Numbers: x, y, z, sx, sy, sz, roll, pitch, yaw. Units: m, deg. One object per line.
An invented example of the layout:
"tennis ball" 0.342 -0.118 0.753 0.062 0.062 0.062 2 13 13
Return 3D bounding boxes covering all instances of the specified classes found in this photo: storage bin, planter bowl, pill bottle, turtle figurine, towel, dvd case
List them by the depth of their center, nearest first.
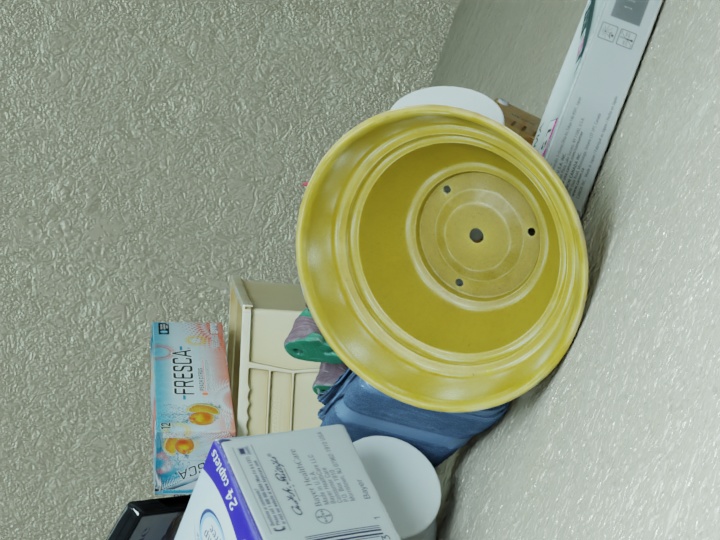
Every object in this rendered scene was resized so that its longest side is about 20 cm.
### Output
"planter bowl" 0.064 -0.015 1.078 0.083 0.200 0.201 -31 -34 -62
"pill bottle" 0.060 -0.029 1.203 0.111 0.111 0.200 -73 -14 -49
"towel" 0.035 0.100 1.218 0.200 0.111 0.049 126 159 -65
"pill bottle" -0.006 0.210 1.268 0.200 0.113 0.113 115 175 -54
"turtle figurine" 0.000 0.000 1.335 0.101 0.150 0.200 -9 50 41
"dvd case" -0.181 0.249 1.354 0.143 0.018 0.200 -59 -16 4
"storage bin" -0.071 0.117 1.466 0.200 0.094 0.199 -140 53 -80

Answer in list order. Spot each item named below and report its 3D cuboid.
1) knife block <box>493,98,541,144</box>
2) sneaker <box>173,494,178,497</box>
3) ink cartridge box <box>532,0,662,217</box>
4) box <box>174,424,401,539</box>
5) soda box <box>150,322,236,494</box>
"knife block" 0.099 -0.048 1.383 0.176 0.064 0.200 -67 -6 21
"sneaker" -0.112 0.245 1.490 0.200 0.081 0.075 30 88 46
"ink cartridge box" 0.167 -0.138 1.232 0.174 0.043 0.200 -151 82 -86
"box" -0.050 0.240 1.121 0.184 0.105 0.200 61 142 38
"soda box" -0.148 0.117 1.429 0.200 0.068 0.064 -107 20 -64
